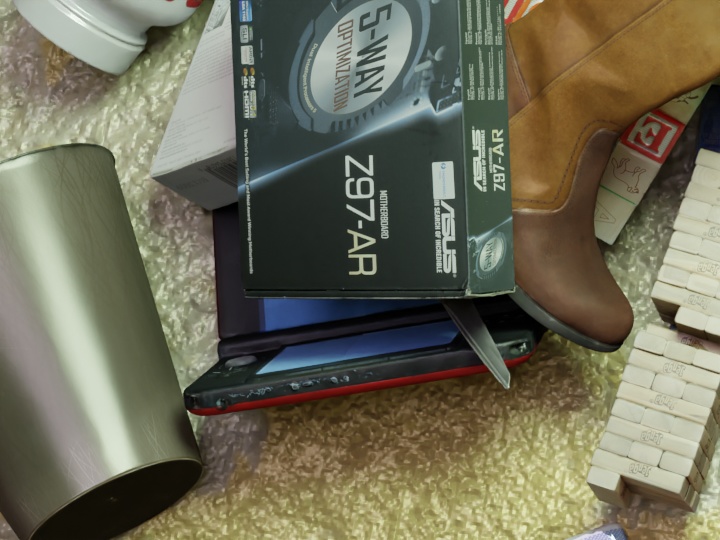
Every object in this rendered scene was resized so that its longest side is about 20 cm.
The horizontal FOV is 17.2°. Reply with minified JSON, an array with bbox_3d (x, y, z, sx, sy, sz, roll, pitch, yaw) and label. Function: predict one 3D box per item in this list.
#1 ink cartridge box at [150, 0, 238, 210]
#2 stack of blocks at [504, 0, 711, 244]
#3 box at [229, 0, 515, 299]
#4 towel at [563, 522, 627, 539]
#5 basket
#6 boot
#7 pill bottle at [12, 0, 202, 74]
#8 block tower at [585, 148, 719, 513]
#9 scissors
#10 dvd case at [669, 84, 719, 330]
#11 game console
[{"bbox_3d":[-0.051,-0.141,1.431,0.109,0.050,0.200,-14,52,56],"label":"ink cartridge box"},{"bbox_3d":[0.087,-0.116,1.352,0.200,0.059,0.115,29,116,-2],"label":"stack of blocks"},{"bbox_3d":[0.004,-0.084,1.291,0.160,0.044,0.200,1,94,39],"label":"box"},{"bbox_3d":[0.109,0.251,1.309,0.147,0.024,0.200,-21,70,4],"label":"towel"},{"bbox_3d":[-0.186,0.054,1.394,0.180,0.136,0.200,-27,71,-1],"label":"basket"},{"bbox_3d":[0.144,-0.075,1.279,0.200,0.068,0.188,-37,82,28],"label":"boot"},{"bbox_3d":[-0.124,-0.224,1.460,0.112,0.112,0.200,43,105,22],"label":"pill bottle"},{"bbox_3d":[0.186,0.038,1.322,0.058,0.054,0.200,17,77,20],"label":"block tower"},{"bbox_3d":[0.042,0.009,1.322,0.073,0.014,0.200,-11,38,5],"label":"scissors"},{"bbox_3d":[0.255,-0.008,1.359,0.143,0.018,0.200,6,73,16],"label":"dvd case"},{"bbox_3d":[0.000,0.000,1.373,0.200,0.172,0.119,-10,97,11],"label":"game console"}]
